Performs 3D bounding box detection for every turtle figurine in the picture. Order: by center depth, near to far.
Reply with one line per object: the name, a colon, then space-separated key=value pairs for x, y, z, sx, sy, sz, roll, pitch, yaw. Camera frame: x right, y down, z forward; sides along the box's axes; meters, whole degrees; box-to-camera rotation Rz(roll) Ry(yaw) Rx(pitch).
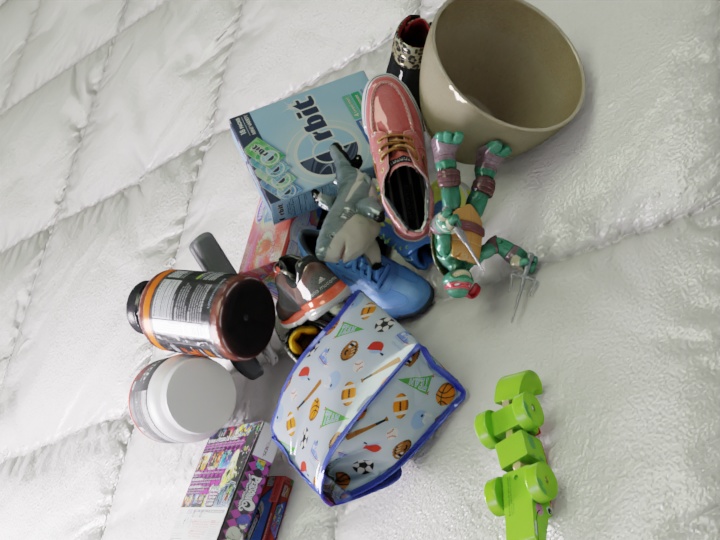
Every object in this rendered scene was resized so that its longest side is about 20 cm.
turtle figurine: x=0.120 y=-0.046 z=1.441 sx=0.100 sy=0.149 sz=0.204 roll=-12 pitch=71 yaw=41

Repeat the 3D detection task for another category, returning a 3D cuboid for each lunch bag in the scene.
lunch bag: x=-0.003 y=0.154 z=1.476 sx=0.200 sy=0.124 sz=0.170 roll=-47 pitch=32 yaw=-3

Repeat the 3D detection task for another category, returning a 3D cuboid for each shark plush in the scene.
shark plush: x=-0.020 y=-0.092 z=1.562 sx=0.091 sy=0.082 sz=0.203 roll=97 pitch=169 yaw=-57

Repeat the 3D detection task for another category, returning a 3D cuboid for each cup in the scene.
cup: x=0.148 y=-0.208 z=1.547 sx=0.144 sy=0.197 sz=0.203 roll=125 pitch=158 yaw=-53

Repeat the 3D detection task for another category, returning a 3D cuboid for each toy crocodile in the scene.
toy crocodile: x=0.162 y=0.189 z=1.300 sx=0.067 sy=0.061 sz=0.202 roll=-31 pitch=46 yaw=32

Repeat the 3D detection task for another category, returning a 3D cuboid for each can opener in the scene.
can opener: x=-0.177 y=0.050 z=1.734 sx=0.066 sy=0.202 sz=0.053 roll=-33 pitch=3 yaw=-19

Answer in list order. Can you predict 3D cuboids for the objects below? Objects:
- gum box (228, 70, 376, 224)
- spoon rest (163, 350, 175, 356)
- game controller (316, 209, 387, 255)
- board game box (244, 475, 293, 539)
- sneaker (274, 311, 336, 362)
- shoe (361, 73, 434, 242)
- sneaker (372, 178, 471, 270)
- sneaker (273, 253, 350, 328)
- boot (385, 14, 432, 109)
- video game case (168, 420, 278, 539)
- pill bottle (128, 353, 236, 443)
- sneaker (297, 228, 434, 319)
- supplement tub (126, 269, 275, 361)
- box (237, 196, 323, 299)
gum box: x=-0.053 y=-0.165 z=1.716 sx=0.197 sy=0.045 sz=0.171 roll=-21 pitch=53 yaw=-10
spoon rest: x=-0.199 y=0.045 z=1.797 sx=0.199 sy=0.061 sz=0.099 roll=-34 pitch=7 yaw=-39
game controller: x=-0.007 y=-0.058 z=1.705 sx=0.103 sy=0.042 sz=0.203 roll=9 pitch=65 yaw=17
board game box: x=-0.147 y=0.349 z=1.590 sx=0.102 sy=0.019 sz=0.203 roll=-12 pitch=54 yaw=48
sneaker: x=-0.060 y=0.084 z=1.640 sx=0.078 sy=0.082 sz=0.199 roll=-58 pitch=33 yaw=-2
shoe: x=0.047 y=-0.134 z=1.511 sx=0.070 sy=0.204 sz=0.091 roll=-12 pitch=-1 yaw=0
sneaker: x=0.044 y=-0.055 z=1.610 sx=0.198 sy=0.076 sz=0.107 roll=-6 pitch=63 yaw=35
sneaker: x=-0.070 y=0.014 z=1.577 sx=0.077 sy=0.082 sz=0.200 roll=-36 pitch=5 yaw=-20
boot: x=0.076 y=-0.256 z=1.661 sx=0.204 sy=0.072 sz=0.155 roll=-61 pitch=-14 yaw=-52
video game case: x=-0.174 y=0.282 z=1.620 sx=0.199 sy=0.035 sz=0.184 roll=-23 pitch=44 yaw=63
pill bottle: x=-0.233 y=0.169 z=1.717 sx=0.117 sy=0.115 sz=0.200 roll=-67 pitch=17 yaw=-16
sneaker: x=0.000 y=0.000 z=1.599 sx=0.198 sy=0.079 sz=0.066 roll=24 pitch=72 yaw=35
supplement tub: x=-0.208 y=0.054 z=1.651 sx=0.198 sy=0.107 sz=0.108 roll=4 pitch=65 yaw=41
box: x=-0.081 y=-0.067 z=1.774 sx=0.094 sy=0.102 sz=0.203 roll=-15 pitch=52 yaw=44
